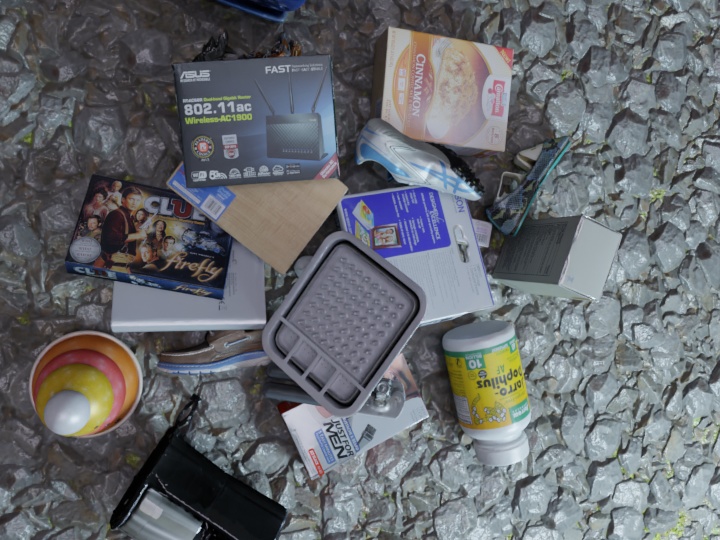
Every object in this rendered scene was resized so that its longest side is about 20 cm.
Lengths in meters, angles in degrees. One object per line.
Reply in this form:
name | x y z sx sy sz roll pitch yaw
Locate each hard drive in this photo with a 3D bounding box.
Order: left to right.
hard drive | -0.232 0.018 0.860 0.198 0.026 0.133 0 63 -14

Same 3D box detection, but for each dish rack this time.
dish rack | -0.019 0.069 0.824 0.171 0.043 0.201 38 99 19

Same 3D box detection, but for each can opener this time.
can opener | -0.035 0.169 0.876 0.198 0.067 0.054 9 75 1

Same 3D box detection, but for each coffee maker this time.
coffee maker | -0.203 0.312 0.856 0.199 0.135 0.193 37 83 -14

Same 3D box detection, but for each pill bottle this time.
pill bottle | 0.198 0.187 0.962 0.112 0.113 0.202 -14 96 -13

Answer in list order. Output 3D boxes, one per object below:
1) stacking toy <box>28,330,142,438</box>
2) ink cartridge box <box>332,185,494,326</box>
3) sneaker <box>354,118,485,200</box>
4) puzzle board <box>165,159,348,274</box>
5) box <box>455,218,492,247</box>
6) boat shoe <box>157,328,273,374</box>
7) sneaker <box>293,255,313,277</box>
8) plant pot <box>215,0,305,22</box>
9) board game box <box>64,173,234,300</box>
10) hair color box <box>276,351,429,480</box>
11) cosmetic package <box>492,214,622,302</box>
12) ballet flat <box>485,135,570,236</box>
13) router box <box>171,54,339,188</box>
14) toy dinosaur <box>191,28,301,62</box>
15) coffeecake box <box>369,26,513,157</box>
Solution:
stacking toy | -0.354 0.159 0.775 0.144 0.200 0.148 -1 93 -13
ink cartridge box | 0.074 -0.020 0.895 0.198 0.043 0.200 -10 81 -16
sneaker | 0.084 -0.145 0.882 0.198 0.072 0.073 23 124 -15
puzzle board | -0.138 -0.114 0.848 0.199 0.017 0.151 38 94 -9
box | 0.105 -0.074 0.963 0.198 0.039 0.042 11 88 -15
boat shoe | -0.187 0.102 0.888 0.198 0.072 0.073 -5 89 -24
sneaker | 0.000 0.000 0.934 0.198 0.075 0.089 17 73 -17
plant pot | -0.151 -0.447 0.808 0.198 0.180 0.202 14 89 -15
board game box | -0.272 -0.045 0.839 0.198 0.035 0.137 11 61 -14
hair color box | -0.011 0.209 0.936 0.199 0.064 0.112 -26 97 -13
cosmetic package | 0.283 -0.018 0.928 0.070 0.200 0.106 22 88 -14
ballet flat | 0.259 -0.148 0.981 0.074 0.074 0.201 39 69 -13
router box | -0.128 -0.187 0.794 0.197 0.062 0.152 -5 101 -4
toy dinosaur | -0.163 -0.253 0.864 0.136 0.102 0.201 40 61 -29
coffeecake box | 0.119 -0.261 0.940 0.198 0.073 0.155 4 91 -15
